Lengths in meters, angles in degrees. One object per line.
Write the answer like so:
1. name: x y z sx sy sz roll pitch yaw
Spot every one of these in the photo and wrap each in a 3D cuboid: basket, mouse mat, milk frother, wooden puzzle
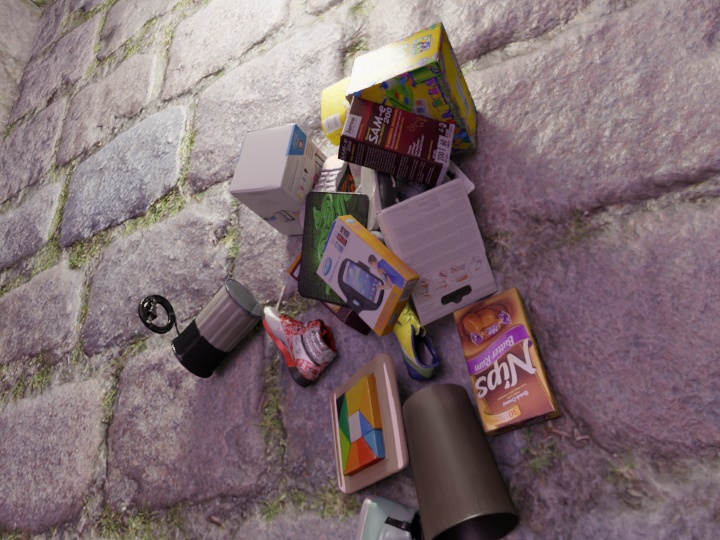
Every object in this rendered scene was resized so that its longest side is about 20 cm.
1. basket: 0.136 0.287 0.807 0.131 0.183 0.204 -5 51 -11
2. mouse mat: -0.053 -0.042 1.010 0.157 0.007 0.208 8 93 38
3. milk frother: -0.347 0.091 1.182 0.188 0.199 0.181 -45 48 7
4. wooden puzzle: 0.002 0.264 0.926 0.200 0.036 0.190 -44 46 46

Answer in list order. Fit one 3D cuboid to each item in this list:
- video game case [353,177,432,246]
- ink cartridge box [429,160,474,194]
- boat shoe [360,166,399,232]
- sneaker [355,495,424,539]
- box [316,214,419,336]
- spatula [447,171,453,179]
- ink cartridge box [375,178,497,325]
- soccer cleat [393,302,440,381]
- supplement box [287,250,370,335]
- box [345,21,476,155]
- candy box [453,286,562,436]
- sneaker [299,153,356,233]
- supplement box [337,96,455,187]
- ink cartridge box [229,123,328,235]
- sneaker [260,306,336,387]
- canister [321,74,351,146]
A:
1. video game case: 0.028 -0.112 1.037 0.142 0.019 0.202 36 87 39
2. ink cartridge box: 0.126 -0.105 1.032 0.199 0.066 0.117 -43 52 11
3. boat shoe: 0.040 -0.155 1.004 0.075 0.058 0.205 119 153 -48
4. sneaker: 0.043 0.462 0.831 0.115 0.073 0.207 -7 63 38
5. box: 0.000 0.000 0.929 0.199 0.041 0.121 41 123 26
6. spatula: 0.103 -0.203 1.120 0.195 0.021 0.058 13 73 36
7. ink cartridge box: 0.132 -0.033 0.932 0.157 0.050 0.206 -22 97 -12
8. soccer cleat: 0.083 0.091 0.943 0.205 0.063 0.084 65 153 18
9. supplement box: -0.040 0.020 1.077 0.199 0.085 0.112 37 90 39
10. box: 0.103 -0.322 1.045 0.187 0.201 0.125 -10 49 28
11. candy box: 0.229 0.144 0.862 0.114 0.056 0.206 -24 59 22
12. sneaker: -0.053 -0.135 1.131 0.076 0.113 0.204 5 56 32
13. supplement box: 0.065 -0.231 0.975 0.193 0.062 0.111 15 56 0
14. ink cartridge box: -0.153 -0.188 1.173 0.141 0.199 0.152 0 68 30
15. sneaker: -0.122 0.124 1.100 0.108 0.067 0.203 -42 56 9
16. canister: 0.009 -0.382 1.223 0.195 0.086 0.153 -17 61 28
